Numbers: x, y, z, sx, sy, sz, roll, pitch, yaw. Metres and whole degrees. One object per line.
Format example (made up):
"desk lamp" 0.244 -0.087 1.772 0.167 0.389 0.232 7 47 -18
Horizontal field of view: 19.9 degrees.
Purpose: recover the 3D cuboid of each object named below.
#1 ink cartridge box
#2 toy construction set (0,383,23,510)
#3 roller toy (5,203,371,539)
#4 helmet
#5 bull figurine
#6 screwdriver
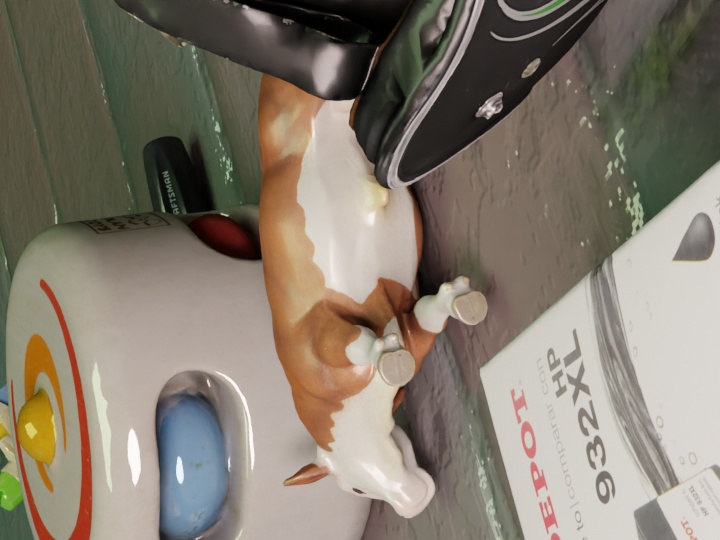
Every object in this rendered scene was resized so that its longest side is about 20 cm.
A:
"ink cartridge box" 0.118 0.053 0.511 0.200 0.084 0.145 131 128 -61
"toy construction set" -0.136 0.134 1.102 0.131 0.092 0.200 34 166 15
"roller toy" -0.088 0.062 0.934 0.183 0.140 0.200 118 140 -53
"helmet" -0.001 -0.131 0.609 0.191 0.200 0.200 -48 -32 -58
"bull figurine" 0.000 0.000 0.808 0.121 0.065 0.200 -19 81 63
"screwdriver" -0.081 0.025 1.054 0.028 0.029 0.200 135 125 -62
